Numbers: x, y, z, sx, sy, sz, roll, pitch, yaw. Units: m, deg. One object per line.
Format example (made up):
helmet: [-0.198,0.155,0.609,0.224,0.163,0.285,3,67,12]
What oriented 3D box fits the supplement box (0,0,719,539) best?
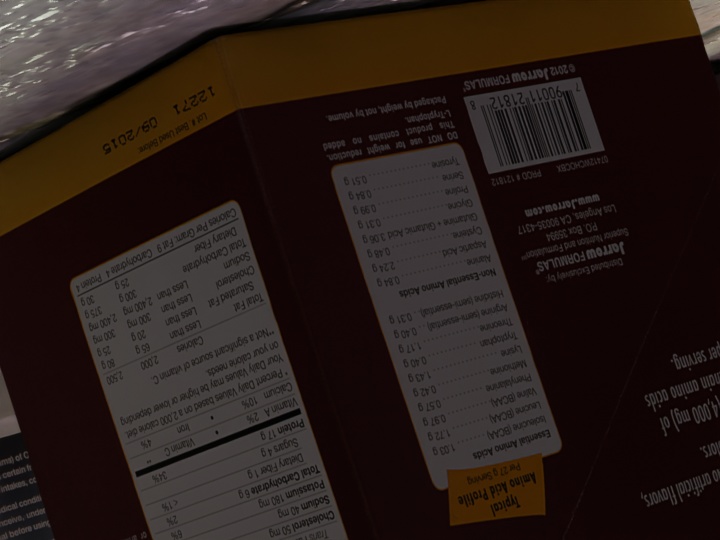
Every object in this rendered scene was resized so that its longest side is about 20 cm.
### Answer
supplement box: [0.020,0.038,0.742,0.197,0.200,0.133,-13,173,-44]

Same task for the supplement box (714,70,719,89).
supplement box: [0.179,-0.040,1.102,0.200,0.086,0.110,-14,173,-46]

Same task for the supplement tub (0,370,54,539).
supplement tub: [-0.151,0.116,0.962,0.140,0.200,0.140,-18,175,-2]
